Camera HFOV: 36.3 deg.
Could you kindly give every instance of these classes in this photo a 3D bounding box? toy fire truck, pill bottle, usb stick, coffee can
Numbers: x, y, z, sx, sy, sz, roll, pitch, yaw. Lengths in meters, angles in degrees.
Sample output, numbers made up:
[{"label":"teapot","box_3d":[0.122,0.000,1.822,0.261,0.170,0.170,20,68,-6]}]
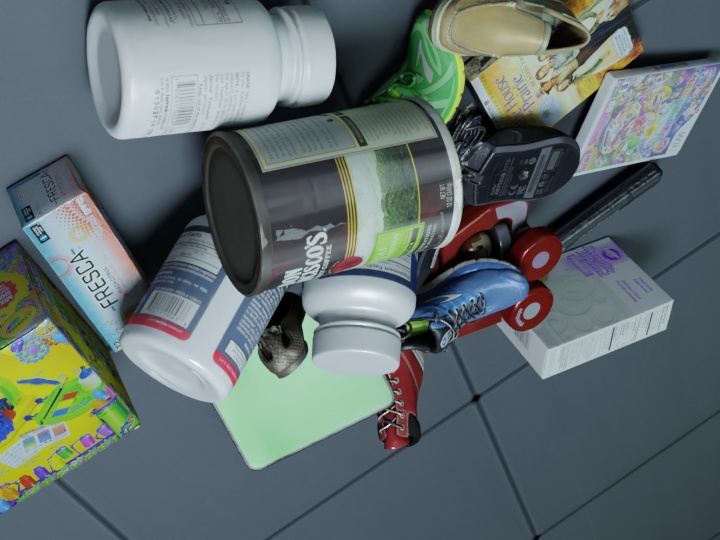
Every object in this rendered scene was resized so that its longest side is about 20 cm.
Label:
[{"label":"toy fire truck","box_3d":[0.139,0.001,1.317,0.167,0.112,0.201,-20,135,-21]},{"label":"pill bottle","box_3d":[-0.128,-0.181,0.961,0.198,0.115,0.115,-10,133,-28]},{"label":"usb stick","box_3d":[0.304,-0.074,1.419,0.199,0.033,0.055,-36,176,-2]},{"label":"coffee can","box_3d":[-0.027,-0.071,1.002,0.198,0.147,0.147,-14,135,-23]},{"label":"pill bottle","box_3d":[0.000,0.000,1.135,0.118,0.202,0.120,3,160,1]},{"label":"pill bottle","box_3d":[-0.138,0.016,1.081,0.201,0.119,0.120,-62,146,-24]}]

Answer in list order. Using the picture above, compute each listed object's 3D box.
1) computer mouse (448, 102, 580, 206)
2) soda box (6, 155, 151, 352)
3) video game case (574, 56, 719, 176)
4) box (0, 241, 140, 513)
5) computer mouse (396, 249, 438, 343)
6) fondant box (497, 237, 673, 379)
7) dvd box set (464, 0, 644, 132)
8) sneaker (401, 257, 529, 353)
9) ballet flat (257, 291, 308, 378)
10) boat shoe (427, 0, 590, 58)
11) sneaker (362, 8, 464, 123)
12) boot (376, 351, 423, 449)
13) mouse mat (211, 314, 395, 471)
[{"label":"computer mouse","box_3d":[0.155,-0.125,1.211,0.198,0.053,0.139,-5,132,-32]},{"label":"soda box","box_3d":[-0.259,-0.011,1.064,0.068,0.064,0.201,-30,138,-7]},{"label":"video game case","box_3d":[0.347,-0.188,1.342,0.199,0.018,0.144,-14,139,-33]},{"label":"box","box_3d":[-0.356,0.116,1.068,0.199,0.122,0.193,-32,139,-6]},{"label":"computer mouse","box_3d":[0.020,-0.013,1.239,0.046,0.139,0.202,52,52,-61]},{"label":"fondant box","box_3d":[0.283,0.045,1.438,0.198,0.145,0.059,-18,135,-21]},{"label":"dvd box set","box_3d":[0.216,-0.234,1.220,0.200,0.029,0.146,-39,139,1]},{"label":"sneaker","box_3d":[0.099,0.053,1.241,0.198,0.089,0.079,-19,130,1]},{"label":"ballet flat","box_3d":[-0.092,0.056,1.166,0.067,0.200,0.046,-42,108,6]},{"label":"boat shoe","box_3d":[0.153,-0.238,1.068,0.199,0.076,0.072,-16,131,-40]},{"label":"sneaker","box_3d":[0.049,-0.168,1.129,0.083,0.074,0.201,-11,133,-32]},{"label":"boot","box_3d":[0.028,0.132,1.332,0.072,0.145,0.200,-11,144,21]},{"label":"mouse mat","box_3d":[-0.075,0.131,1.287,0.199,0.008,0.162,-26,106,2]}]
